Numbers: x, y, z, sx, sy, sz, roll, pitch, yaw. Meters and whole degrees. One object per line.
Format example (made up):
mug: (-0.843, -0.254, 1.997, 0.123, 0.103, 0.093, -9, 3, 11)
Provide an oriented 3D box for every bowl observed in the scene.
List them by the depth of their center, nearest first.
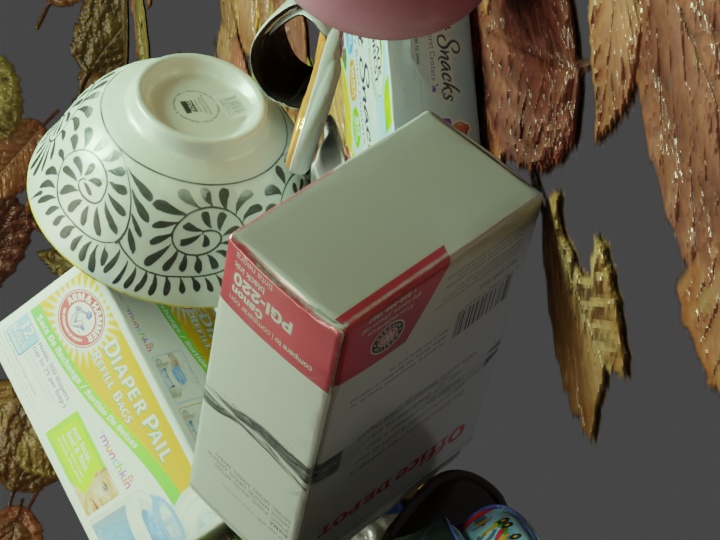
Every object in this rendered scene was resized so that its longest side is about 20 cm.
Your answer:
bowl: (-0.112, -0.078, 1.546, 0.094, 0.201, 0.201, 109, 157, -44)

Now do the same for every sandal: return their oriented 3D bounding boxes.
sandal: (-0.040, -0.136, 1.506, 0.207, 0.059, 0.079, -77, 7, -58)

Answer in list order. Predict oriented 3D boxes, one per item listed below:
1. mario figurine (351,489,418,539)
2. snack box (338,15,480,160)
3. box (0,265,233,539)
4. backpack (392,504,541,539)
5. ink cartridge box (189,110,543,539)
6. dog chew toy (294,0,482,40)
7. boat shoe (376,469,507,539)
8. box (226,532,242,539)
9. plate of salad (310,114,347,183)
mario figurine: (-0.005, 0.108, 1.359, 0.200, 0.123, 0.106, 29, -103, -68)
snack box: (0.024, -0.112, 1.314, 0.142, 0.053, 0.200, 152, 114, -77)
box: (-0.141, 0.094, 1.573, 0.112, 0.101, 0.200, -36, 77, 29)
backpack: (0.047, 0.234, 1.094, 0.183, 0.135, 0.200, -122, 17, -72)
ink cartridge box: (0.000, 0.039, 1.186, 0.085, 0.146, 0.200, 39, 142, 24)
dog chew toy: (0.021, -0.213, 1.125, 0.125, 0.125, 0.200, -109, 25, -55)
boat shoe: (0.004, 0.189, 1.234, 0.072, 0.200, 0.068, 43, 149, 19)
box: (-0.009, 0.278, 1.459, 0.193, 0.122, 0.200, -134, 41, -76)
plate of salad: (0.000, 0.000, 1.499, 0.200, 0.048, 0.200, 174, 90, -84)
